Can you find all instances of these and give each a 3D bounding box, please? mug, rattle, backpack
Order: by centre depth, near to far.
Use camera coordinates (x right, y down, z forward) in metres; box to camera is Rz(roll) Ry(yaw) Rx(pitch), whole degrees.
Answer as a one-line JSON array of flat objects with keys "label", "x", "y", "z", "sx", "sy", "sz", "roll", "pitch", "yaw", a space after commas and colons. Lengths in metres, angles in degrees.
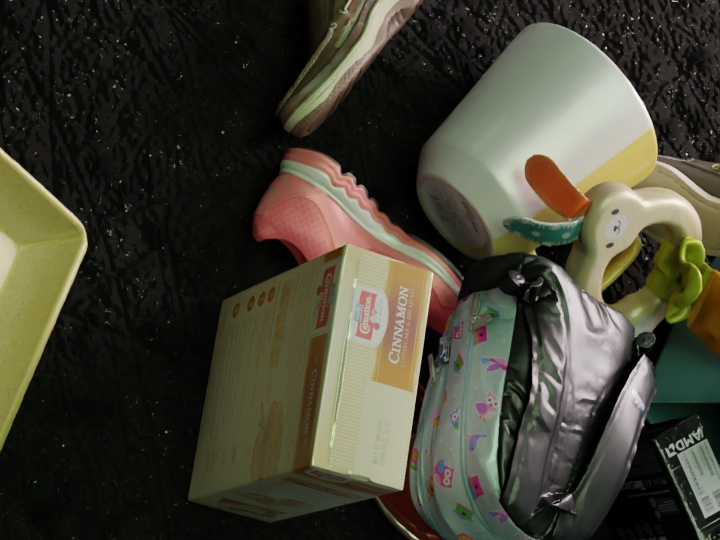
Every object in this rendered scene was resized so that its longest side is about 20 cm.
[{"label": "backpack", "x": 0.118, "y": 0.108, "z": 1.625, "sx": 0.166, "sy": 0.126, "sz": 0.201, "roll": 29, "pitch": 62, "yaw": -32}, {"label": "rattle", "x": 0.208, "y": 0.002, "z": 1.658, "sx": 0.200, "sy": 0.130, "sz": 0.143, "roll": 45, "pitch": 14, "yaw": -48}, {"label": "mug", "x": 0.136, "y": -0.073, "z": 1.720, "sx": 0.153, "sy": 0.150, "sz": 0.187, "roll": -40, "pitch": 79, "yaw": -22}]

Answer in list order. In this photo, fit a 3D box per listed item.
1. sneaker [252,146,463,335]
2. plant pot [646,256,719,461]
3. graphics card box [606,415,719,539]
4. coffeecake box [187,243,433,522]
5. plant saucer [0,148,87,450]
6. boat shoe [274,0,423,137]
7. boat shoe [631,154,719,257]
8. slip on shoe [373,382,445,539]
[{"label": "sneaker", "x": 0.000, "y": 0.000, "z": 1.681, "sx": 0.200, "sy": 0.074, "sz": 0.087, "roll": 41, "pitch": 76, "yaw": -11}, {"label": "plant pot", "x": 0.336, "y": 0.066, "z": 1.785, "sx": 0.142, "sy": 0.140, "sz": 0.201, "roll": 52, "pitch": 49, "yaw": -37}, {"label": "graphics card box", "x": 0.253, "y": 0.216, "z": 1.727, "sx": 0.051, "sy": 0.125, "sz": 0.201, "roll": -26, "pitch": 91, "yaw": -24}, {"label": "coffeecake box", "x": -0.037, "y": 0.083, "z": 1.553, "sx": 0.073, "sy": 0.200, "sz": 0.155, "roll": 17, "pitch": 71, "yaw": -24}, {"label": "plant saucer", "x": -0.289, "y": 0.004, "z": 1.486, "sx": 0.200, "sy": 0.048, "sz": 0.201, "roll": 46, "pitch": 53, "yaw": -41}, {"label": "boat shoe", "x": -0.017, "y": -0.186, "z": 1.710, "sx": 0.075, "sy": 0.075, "sz": 0.203, "roll": 38, "pitch": 56, "yaw": -1}, {"label": "boat shoe", "x": 0.286, "y": -0.052, "z": 1.784, "sx": 0.059, "sy": 0.199, "sz": 0.072, "roll": -32, "pitch": 129, "yaw": -35}, {"label": "slip on shoe", "x": 0.037, "y": 0.133, "z": 1.665, "sx": 0.074, "sy": 0.061, "sz": 0.201, "roll": -36, "pitch": 98, "yaw": -32}]
